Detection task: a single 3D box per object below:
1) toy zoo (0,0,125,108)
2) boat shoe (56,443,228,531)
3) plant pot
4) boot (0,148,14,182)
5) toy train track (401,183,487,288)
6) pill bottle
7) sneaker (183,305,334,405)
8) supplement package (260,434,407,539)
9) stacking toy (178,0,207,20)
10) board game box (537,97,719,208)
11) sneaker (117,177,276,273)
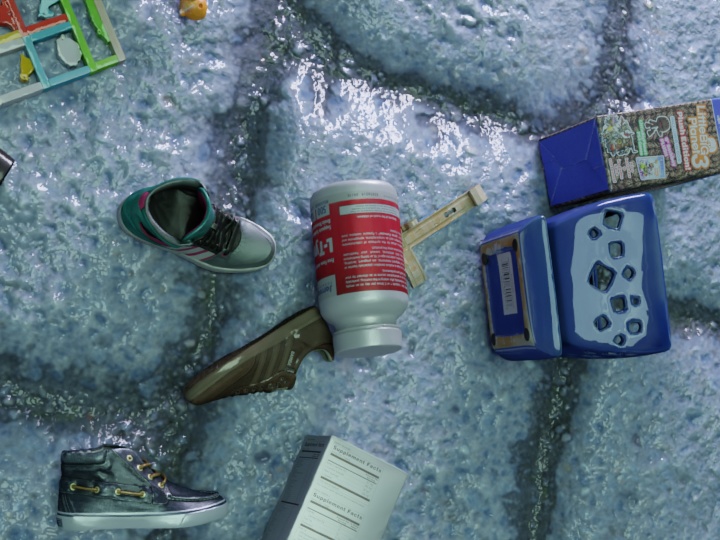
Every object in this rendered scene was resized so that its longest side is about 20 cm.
[{"bbox_3d":[-0.392,-0.274,1.440,0.198,0.020,0.133,-24,93,-21],"label":"toy zoo"},{"bbox_3d":[-0.248,0.247,1.409,0.197,0.071,0.093,1,88,-18],"label":"boat shoe"},{"bbox_3d":[0.264,0.018,1.565,0.177,0.200,0.203,-6,87,-15],"label":"plant pot"},{"bbox_3d":[-0.513,-0.106,1.352,0.199,0.068,0.190,32,75,-14],"label":"boot"},{"bbox_3d":[0.088,-0.056,1.589,0.199,0.032,0.116,-33,96,-21],"label":"toy train track"},{"bbox_3d":[0.000,0.000,1.495,0.111,0.112,0.203,-1,76,-20],"label":"pill bottle"},{"bbox_3d":[-0.115,0.120,1.474,0.199,0.070,0.076,-31,96,-20],"label":"sneaker"},{"bbox_3d":[-0.043,0.309,1.457,0.109,0.114,0.202,28,76,-14],"label":"supplement package"},{"bbox_3d":[-0.248,-0.387,1.473,0.116,0.109,0.201,-48,113,-30],"label":"stacking toy"},{"bbox_3d":[0.366,-0.155,1.637,0.197,0.159,0.098,-10,89,-20],"label":"board game box"},{"bbox_3d":[-0.180,-0.053,1.441,0.197,0.121,0.085,15,79,-18],"label":"sneaker"}]
